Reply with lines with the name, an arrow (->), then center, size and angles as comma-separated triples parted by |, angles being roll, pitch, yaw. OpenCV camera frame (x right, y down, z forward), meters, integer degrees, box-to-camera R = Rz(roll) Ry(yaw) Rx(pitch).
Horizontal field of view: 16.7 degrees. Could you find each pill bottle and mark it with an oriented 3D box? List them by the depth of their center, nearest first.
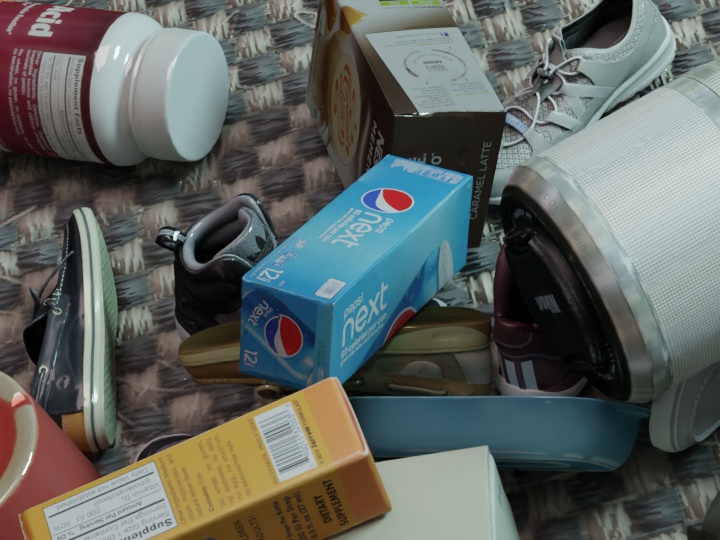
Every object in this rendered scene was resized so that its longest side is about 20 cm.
pill bottle -> -0.207, -0.139, 1.823 | 0.199, 0.114, 0.114 | 8, 52, 24

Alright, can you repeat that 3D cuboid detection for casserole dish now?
casserole dish -> 0.082, 0.102, 1.519 | 0.199, 0.121, 0.039 | -2, 80, 24

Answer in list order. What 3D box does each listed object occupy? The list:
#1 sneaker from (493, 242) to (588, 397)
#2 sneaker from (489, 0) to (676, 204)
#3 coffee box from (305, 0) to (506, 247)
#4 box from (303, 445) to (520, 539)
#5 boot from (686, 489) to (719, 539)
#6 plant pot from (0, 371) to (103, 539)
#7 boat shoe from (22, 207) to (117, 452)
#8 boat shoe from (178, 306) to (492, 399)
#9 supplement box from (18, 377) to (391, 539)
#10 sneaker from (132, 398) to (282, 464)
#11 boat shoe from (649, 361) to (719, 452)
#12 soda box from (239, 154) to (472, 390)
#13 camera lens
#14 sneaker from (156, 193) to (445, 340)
sneaker -> 0.147, -0.011, 1.594 | 0.075, 0.116, 0.200 | 15, 56, 29
sneaker -> 0.135, -0.131, 1.725 | 0.075, 0.082, 0.200 | 31, 69, 37
coffee box -> 0.027, -0.114, 1.698 | 0.079, 0.115, 0.200 | -3, 35, -16
box -> -0.005, 0.196, 1.450 | 0.199, 0.128, 0.109 | -9, 48, 10
boot -> 0.302, 0.120, 1.462 | 0.200, 0.078, 0.138 | -38, 39, -25
plant pot -> -0.238, 0.165, 1.519 | 0.200, 0.178, 0.201 | -9, 47, 9
boat shoe -> -0.202, 0.038, 1.693 | 0.062, 0.075, 0.201 | -6, 53, 4
boat shoe -> -0.015, 0.062, 1.562 | 0.200, 0.063, 0.073 | -4, 12, -8
supplement box -> -0.088, 0.137, 1.395 | 0.199, 0.067, 0.069 | -22, 49, -1
sneaker -> -0.067, 0.123, 1.541 | 0.199, 0.114, 0.076 | 13, 60, 26
boat shoe -> 0.254, 0.043, 1.551 | 0.068, 0.072, 0.200 | 20, 49, 31
soda box -> 0.000, 0.000, 1.522 | 0.064, 0.068, 0.200 | 16, 31, 23
camera lens -> 0.195, -0.027, 1.465 | 0.200, 0.160, 0.160 | -29, 47, -9
sneaker -> -0.042, 0.012, 1.625 | 0.199, 0.114, 0.076 | 5, 51, 22
